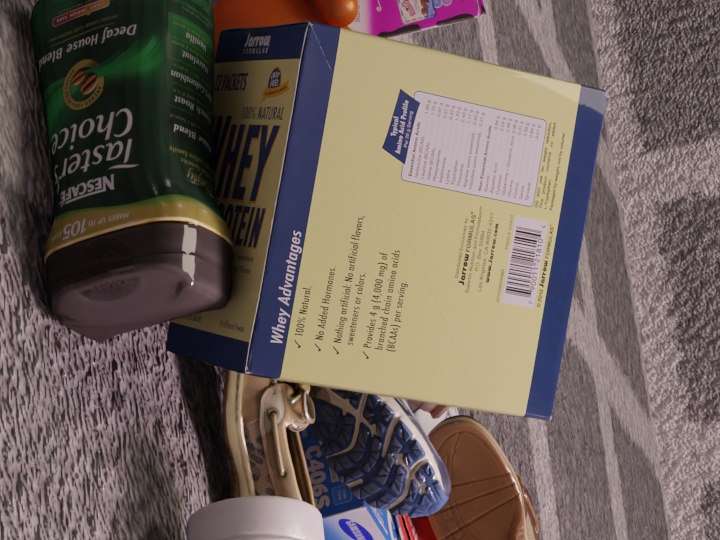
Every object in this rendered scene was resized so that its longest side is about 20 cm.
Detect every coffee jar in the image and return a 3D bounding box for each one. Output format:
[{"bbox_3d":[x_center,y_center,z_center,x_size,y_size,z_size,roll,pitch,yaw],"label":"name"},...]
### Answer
[{"bbox_3d":[-0.129,-0.065,1.184,0.085,0.104,0.202,33,46,-59],"label":"coffee jar"}]

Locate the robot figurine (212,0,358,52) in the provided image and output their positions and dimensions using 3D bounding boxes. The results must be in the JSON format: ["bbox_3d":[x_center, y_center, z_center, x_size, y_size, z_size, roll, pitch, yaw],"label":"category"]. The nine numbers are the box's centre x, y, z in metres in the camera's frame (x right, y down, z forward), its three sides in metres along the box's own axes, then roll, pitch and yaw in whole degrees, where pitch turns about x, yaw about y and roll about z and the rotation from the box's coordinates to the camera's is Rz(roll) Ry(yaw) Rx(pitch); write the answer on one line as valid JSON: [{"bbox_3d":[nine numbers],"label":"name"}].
[{"bbox_3d":[-0.055,-0.129,1.380,0.200,0.116,0.144,48,-28,32],"label":"robot figurine"}]

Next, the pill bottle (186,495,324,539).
[{"bbox_3d":[-0.056,0.237,1.203,0.111,0.110,0.202,52,29,-59],"label":"pill bottle"}]

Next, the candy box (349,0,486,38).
[{"bbox_3d":[-0.018,-0.231,1.542,0.061,0.198,0.138,-38,117,-79],"label":"candy box"}]

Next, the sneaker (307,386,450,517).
[{"bbox_3d":[0.001,0.074,1.414,0.200,0.077,0.085,50,41,9],"label":"sneaker"}]

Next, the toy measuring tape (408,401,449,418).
[{"bbox_3d":[-0.013,0.040,1.522,0.199,0.073,0.074,30,41,-29],"label":"toy measuring tape"}]

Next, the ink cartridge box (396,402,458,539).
[{"bbox_3d":[0.062,0.175,1.584,0.200,0.050,0.162,-82,154,-75],"label":"ink cartridge box"}]

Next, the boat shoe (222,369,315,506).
[{"bbox_3d":[-0.051,0.118,1.361,0.073,0.062,0.202,-37,124,-78],"label":"boat shoe"}]

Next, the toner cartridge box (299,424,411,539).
[{"bbox_3d":[0.005,0.177,1.509,0.200,0.043,0.096,62,14,-55],"label":"toner cartridge box"}]

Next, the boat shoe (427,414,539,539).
[{"bbox_3d":[0.096,0.183,1.556,0.072,0.072,0.201,-91,156,-63],"label":"boat shoe"}]

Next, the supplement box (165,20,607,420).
[{"bbox_3d":[0.013,-0.029,1.238,0.134,0.198,0.202,8,-92,65],"label":"supplement box"}]
